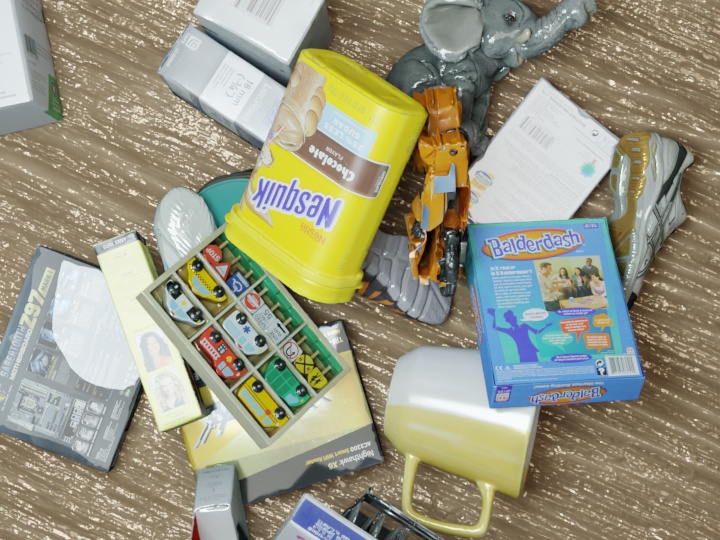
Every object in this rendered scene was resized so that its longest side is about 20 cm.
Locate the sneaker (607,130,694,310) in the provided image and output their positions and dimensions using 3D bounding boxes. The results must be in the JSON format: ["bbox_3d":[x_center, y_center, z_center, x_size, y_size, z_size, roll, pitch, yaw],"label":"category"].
[{"bbox_3d":[0.304,-0.043,1.625,0.087,0.076,0.202,5,104,-29],"label":"sneaker"}]

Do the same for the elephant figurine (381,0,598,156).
[{"bbox_3d":[0.123,-0.233,1.610,0.154,0.142,0.201,28,94,-13],"label":"elephant figurine"}]

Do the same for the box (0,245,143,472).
[{"bbox_3d":[-0.302,0.093,1.634,0.157,0.051,0.201,20,87,-1],"label":"box"}]

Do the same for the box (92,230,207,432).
[{"bbox_3d":[-0.213,0.063,1.574,0.050,0.075,0.201,-21,86,-3],"label":"box"}]

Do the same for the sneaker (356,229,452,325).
[{"bbox_3d":[0.000,0.000,1.629,0.200,0.112,0.078,36,57,-28],"label":"sneaker"}]

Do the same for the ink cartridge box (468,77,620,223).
[{"bbox_3d":[0.176,-0.091,1.645,0.119,0.042,0.200,39,86,2],"label":"ink cartridge box"}]

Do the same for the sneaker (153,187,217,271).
[{"bbox_3d":[-0.168,0.012,1.614,0.071,0.073,0.201,-13,79,-8],"label":"sneaker"}]

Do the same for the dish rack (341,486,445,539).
[{"bbox_3d":[0.045,0.283,1.555,0.153,0.200,0.055,31,74,2],"label":"dish rack"}]

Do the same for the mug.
[{"bbox_3d":[0.102,0.156,1.576,0.152,0.187,0.150,12,130,9],"label":"mug"}]

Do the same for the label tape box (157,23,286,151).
[{"bbox_3d":[-0.105,-0.165,1.598,0.199,0.144,0.064,33,88,2],"label":"label tape box"}]

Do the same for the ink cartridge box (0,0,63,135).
[{"bbox_3d":[-0.380,-0.254,1.604,0.084,0.146,0.202,-12,87,1],"label":"ink cartridge box"}]

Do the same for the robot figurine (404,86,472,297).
[{"bbox_3d":[0.077,-0.073,1.534,0.058,0.146,0.201,0,129,-3],"label":"robot figurine"}]

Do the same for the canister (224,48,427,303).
[{"bbox_3d":[-0.033,-0.093,1.473,0.148,0.086,0.201,36,113,30],"label":"canister"}]

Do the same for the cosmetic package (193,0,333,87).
[{"bbox_3d":[-0.095,-0.251,1.575,0.112,0.200,0.082,29,87,4],"label":"cosmetic package"}]

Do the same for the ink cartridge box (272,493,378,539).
[{"bbox_3d":[-0.001,0.317,1.549,0.196,0.200,0.043,32,62,2],"label":"ink cartridge box"}]

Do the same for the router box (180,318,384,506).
[{"bbox_3d":[-0.090,0.155,1.629,0.199,0.052,0.158,-18,88,0],"label":"router box"}]

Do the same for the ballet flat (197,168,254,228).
[{"bbox_3d":[-0.082,-0.082,1.624,0.199,0.068,0.068,-7,107,34],"label":"ballet flat"}]

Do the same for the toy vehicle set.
[{"bbox_3d":[-0.117,0.064,1.556,0.124,0.026,0.200,-42,96,-28],"label":"toy vehicle set"}]

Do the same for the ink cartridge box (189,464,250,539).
[{"bbox_3d":[-0.131,0.321,1.533,0.043,0.174,0.201,-9,109,0],"label":"ink cartridge box"}]

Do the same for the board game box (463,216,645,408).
[{"bbox_3d":[0.190,0.040,1.548,0.151,0.045,0.201,-2,54,-5],"label":"board game box"}]
